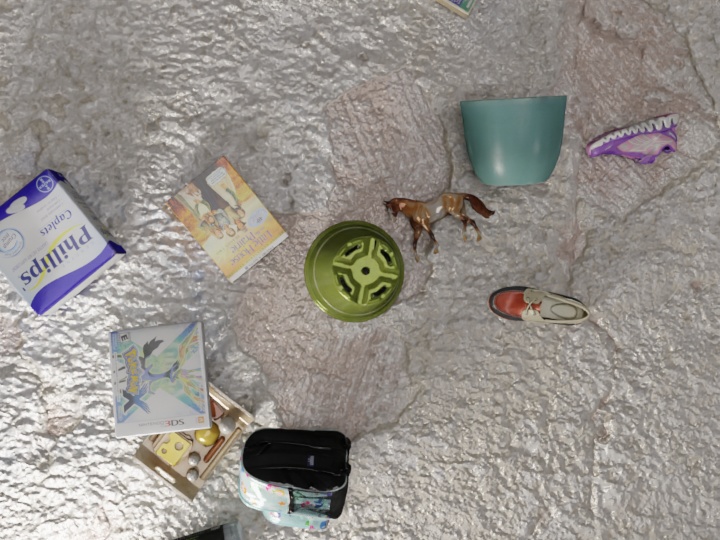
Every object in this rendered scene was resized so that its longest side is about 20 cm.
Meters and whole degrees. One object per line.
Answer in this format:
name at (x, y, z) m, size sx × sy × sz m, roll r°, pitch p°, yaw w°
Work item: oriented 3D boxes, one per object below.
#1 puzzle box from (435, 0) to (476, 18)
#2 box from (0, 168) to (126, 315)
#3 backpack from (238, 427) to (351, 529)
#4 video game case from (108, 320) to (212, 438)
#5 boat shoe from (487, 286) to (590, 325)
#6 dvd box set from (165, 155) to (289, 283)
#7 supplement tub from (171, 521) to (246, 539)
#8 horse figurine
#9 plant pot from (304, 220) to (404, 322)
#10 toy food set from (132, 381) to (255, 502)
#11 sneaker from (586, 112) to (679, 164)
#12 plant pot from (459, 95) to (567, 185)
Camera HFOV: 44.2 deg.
puzzle box at (0.202, -0.621, 1.761) m, size 0.133 × 0.025 × 0.201 m, roll 29°, pitch 86°, yaw -6°
box at (-0.569, -0.051, 1.625) m, size 0.184 × 0.105 × 0.200 m, roll -40°, pitch 95°, yaw -5°
backpack at (-0.127, 0.377, 1.638) m, size 0.199 × 0.178 × 0.151 m, roll 10°, pitch 119°, yaw -6°
video game case at (-0.376, 0.204, 1.659) m, size 0.181 × 0.022 × 0.201 m, roll -7°, pitch 82°, yaw 3°
boat shoe at (0.353, 0.073, 1.757) m, size 0.199 × 0.063 × 0.072 m, roll 10°, pitch 90°, yaw -5°
dvd box set at (-0.255, -0.097, 1.700) m, size 0.146 × 0.029 × 0.200 m, roll -39°, pitch 94°, yaw -6°
supplement tub at (-0.306, 0.551, 1.643) m, size 0.199 × 0.123 × 0.123 m, roll -15°, pitch 91°, yaw -6°
horse figurine at (0.158, -0.103, 1.734) m, size 0.199 × 0.050 × 0.133 m, roll -19°, pitch 75°, yaw 2°
plant pot at (0.000, 0.000, 1.650) m, size 0.199 × 0.190 × 0.201 m, roll 0°, pitch 89°, yaw -7°
toy food set at (-0.314, 0.315, 1.675) m, size 0.143 × 0.060 × 0.200 m, roll 38°, pitch 85°, yaw -5°
sneaker at (0.553, -0.251, 1.778) m, size 0.199 × 0.080 × 0.089 m, roll -16°, pitch 99°, yaw -8°
plant pot at (0.292, -0.248, 1.692) m, size 0.200 × 0.201 × 0.162 m, roll -4°, pitch 102°, yaw -7°
